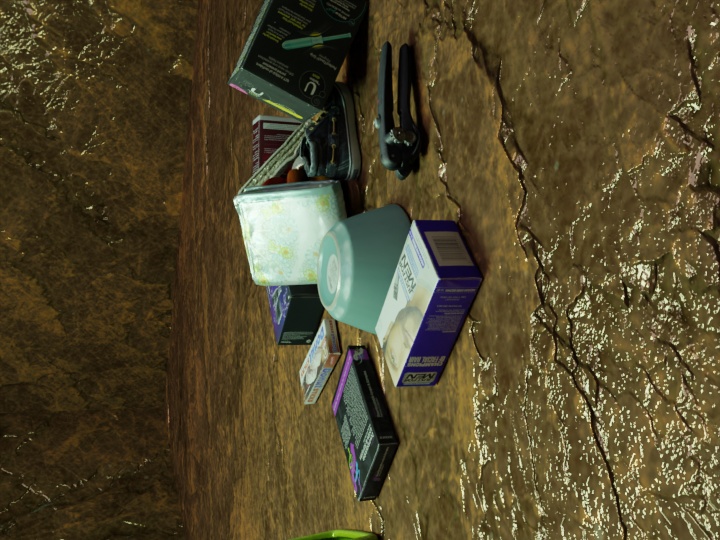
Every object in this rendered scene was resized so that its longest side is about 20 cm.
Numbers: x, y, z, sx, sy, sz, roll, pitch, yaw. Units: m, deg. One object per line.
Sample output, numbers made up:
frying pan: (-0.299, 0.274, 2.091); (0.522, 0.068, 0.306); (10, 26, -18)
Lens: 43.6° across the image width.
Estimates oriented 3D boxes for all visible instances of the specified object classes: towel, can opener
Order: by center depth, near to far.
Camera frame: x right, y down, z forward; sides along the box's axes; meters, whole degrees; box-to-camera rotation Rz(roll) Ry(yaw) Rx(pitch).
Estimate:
can opener: (0.048, -0.230, 1.264); (0.079, 0.063, 0.202); (145, 124, -67)
towel: (-0.110, -0.061, 1.516); (0.048, 0.198, 0.172); (-46, -51, -59)
towel: (-0.147, -0.202, 1.667); (0.200, 0.034, 0.133); (-45, 4, 7)

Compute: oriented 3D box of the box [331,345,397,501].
box: (0.003, 0.239, 1.422); (0.201, 0.036, 0.144); (-107, 25, -45)

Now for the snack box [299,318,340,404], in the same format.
snack box: (-0.077, 0.172, 1.666); (0.200, 0.024, 0.072); (116, 150, -51)

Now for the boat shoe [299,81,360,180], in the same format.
boat shoe: (-0.059, -0.244, 1.529); (0.071, 0.090, 0.202); (119, 146, -53)

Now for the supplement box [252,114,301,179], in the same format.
supplement box: (-0.157, -0.201, 1.787); (0.061, 0.108, 0.202); (171, 100, -69)

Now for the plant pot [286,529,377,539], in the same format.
plant pot: (-0.079, 0.521, 1.417); (0.199, 0.198, 0.183); (148, 115, -67)

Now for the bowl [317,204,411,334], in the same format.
bowl: (0.000, 0.000, 1.332); (0.201, 0.104, 0.203); (-178, 90, -71)

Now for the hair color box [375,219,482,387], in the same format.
hair color box: (0.082, 0.045, 1.156); (0.110, 0.064, 0.201); (-110, 26, -44)

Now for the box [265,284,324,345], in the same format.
box: (-0.131, 0.025, 1.755); (0.142, 0.078, 0.201); (112, 151, -41)

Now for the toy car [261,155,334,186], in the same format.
toy car: (-0.120, -0.108, 1.611); (0.200, 0.149, 0.176); (126, 140, -59)

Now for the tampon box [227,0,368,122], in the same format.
tampon box: (-0.106, -0.374, 1.489); (0.201, 0.149, 0.126); (-67, 17, -8)
